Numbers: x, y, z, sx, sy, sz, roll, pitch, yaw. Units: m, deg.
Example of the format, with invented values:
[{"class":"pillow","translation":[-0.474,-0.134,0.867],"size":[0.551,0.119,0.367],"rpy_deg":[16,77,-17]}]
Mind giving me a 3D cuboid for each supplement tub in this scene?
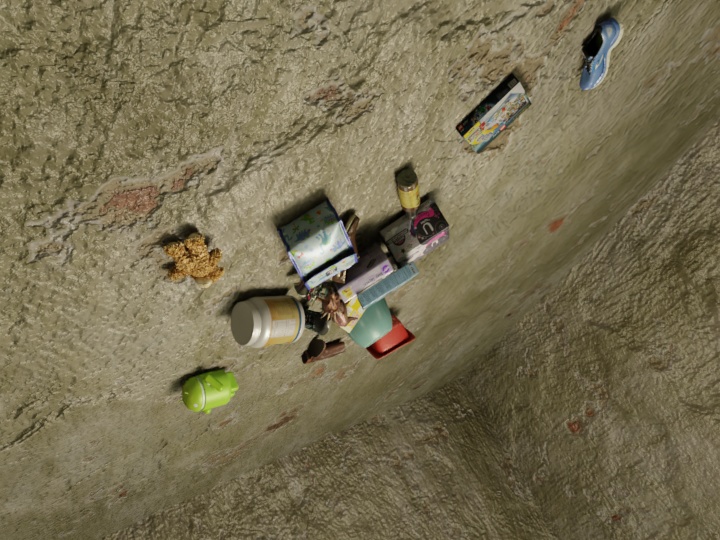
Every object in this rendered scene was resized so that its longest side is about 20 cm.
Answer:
[{"class":"supplement tub","translation":[-0.279,0.153,1.620],"size":[0.196,0.147,0.145],"rpy_deg":[0,141,-48]}]

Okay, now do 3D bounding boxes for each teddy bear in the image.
[{"class":"teddy bear","translation":[-0.393,-0.016,1.281],"size":[0.140,0.068,0.203],"rpy_deg":[-18,151,-23]}]

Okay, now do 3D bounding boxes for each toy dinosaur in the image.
[{"class":"toy dinosaur","translation":[-0.073,0.126,1.651],"size":[0.085,0.136,0.201],"rpy_deg":[-37,124,4]}]

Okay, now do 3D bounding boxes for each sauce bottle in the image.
[{"class":"sauce bottle","translation":[0.142,-0.214,1.555],"size":[0.063,0.066,0.201],"rpy_deg":[-29,156,-3]}]

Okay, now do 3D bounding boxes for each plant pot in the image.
[{"class":"plant pot","translation":[0.024,0.177,1.942],"size":[0.196,0.164,0.201],"rpy_deg":[-31,169,-6]}]

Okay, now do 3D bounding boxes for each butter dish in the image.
[{"class":"butter dish","translation":[0.103,0.251,2.253],"size":[0.194,0.153,0.199],"rpy_deg":[-25,-163,-12]}]

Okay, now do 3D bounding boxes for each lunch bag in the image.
[{"class":"lunch bag","translation":[-0.105,-0.052,1.434],"size":[0.166,0.129,0.203],"rpy_deg":[-28,138,-4]}]

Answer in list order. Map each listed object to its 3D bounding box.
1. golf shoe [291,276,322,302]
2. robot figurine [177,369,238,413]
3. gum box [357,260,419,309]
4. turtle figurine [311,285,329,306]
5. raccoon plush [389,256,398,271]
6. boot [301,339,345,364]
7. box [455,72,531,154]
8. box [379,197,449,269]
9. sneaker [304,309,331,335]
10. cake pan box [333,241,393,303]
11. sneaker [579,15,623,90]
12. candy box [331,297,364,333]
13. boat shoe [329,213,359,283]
[{"class":"golf shoe","translation":[-0.136,-0.011,1.573],"size":[0.206,0.086,0.077],"rpy_deg":[-66,173,12]},{"class":"robot figurine","translation":[-0.520,0.410,1.830],"size":[0.195,0.118,0.176],"rpy_deg":[-6,147,-42]},{"class":"gum box","translation":[0.081,0.049,1.652],"size":[0.196,0.046,0.170],"rpy_deg":[-31,174,-2]},{"class":"turtle figurine","translation":[-0.064,0.084,1.811],"size":[0.199,0.102,0.149],"rpy_deg":[-42,156,5]},{"class":"raccoon plush","translation":[0.115,-0.046,1.839],"size":[0.133,0.095,0.206],"rpy_deg":[28,88,-47]},{"class":"boot","translation":[-0.123,0.314,2.180],"size":[0.195,0.066,0.186],"rpy_deg":[-5,157,-38]},{"class":"box","translation":[0.366,-0.424,1.469],"size":[0.199,0.038,0.135],"rpy_deg":[-42,153,19]},{"class":"box","translation":[0.175,-0.111,1.695],"size":[0.196,0.117,0.132],"rpy_deg":[-33,162,1]},{"class":"sneaker","translation":[-0.166,0.170,1.781],"size":[0.077,0.079,0.197],"rpy_deg":[12,173,-34]},{"class":"cake pan box","translation":[0.000,0.000,1.658],"size":[0.180,0.053,0.200],"rpy_deg":[-32,-160,-1]},{"class":"sneaker","translation":[0.635,-0.587,1.464],"size":[0.086,0.080,0.204],"rpy_deg":[-17,143,-13]},{"class":"candy box","translation":[-0.010,0.104,1.785],"size":[0.203,0.026,0.102],"rpy_deg":[-55,144,-3]},{"class":"boat shoe","translation":[-0.033,-0.059,1.547],"size":[0.075,0.073,0.208],"rpy_deg":[-52,165,-67]}]
